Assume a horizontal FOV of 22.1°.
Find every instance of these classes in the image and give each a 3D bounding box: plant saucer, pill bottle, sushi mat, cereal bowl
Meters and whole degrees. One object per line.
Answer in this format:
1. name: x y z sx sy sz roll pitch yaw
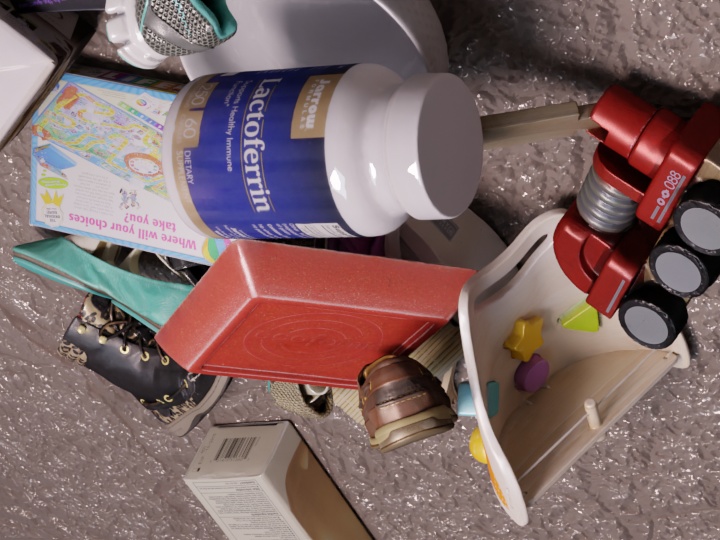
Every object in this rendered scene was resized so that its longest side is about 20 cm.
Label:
1. plant saucer: -0.035 0.043 1.403 0.198 0.037 0.200 7 153 -22
2. pill bottle: -0.025 -0.080 1.242 0.199 0.116 0.116 -1 134 30
3. sushi mat: 0.019 0.074 1.556 0.095 0.012 0.200 35 142 -5
4. cereal bowl: -0.026 -0.167 1.303 0.199 0.084 0.201 17 140 15

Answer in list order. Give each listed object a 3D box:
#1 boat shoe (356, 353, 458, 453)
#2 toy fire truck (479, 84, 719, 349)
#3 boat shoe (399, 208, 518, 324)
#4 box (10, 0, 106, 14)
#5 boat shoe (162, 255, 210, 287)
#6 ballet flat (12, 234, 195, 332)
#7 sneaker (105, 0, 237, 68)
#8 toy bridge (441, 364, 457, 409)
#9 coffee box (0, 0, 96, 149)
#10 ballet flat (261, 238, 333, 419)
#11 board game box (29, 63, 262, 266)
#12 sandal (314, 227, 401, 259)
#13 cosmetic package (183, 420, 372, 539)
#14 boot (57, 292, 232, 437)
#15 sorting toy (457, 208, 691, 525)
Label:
1. boat shoe: 0.033 0.096 1.405 0.200 0.071 0.068 101 149 -86
2. toy fire truck: 0.169 -0.055 1.296 0.199 0.129 0.177 35 143 11
3. boat shoe: 0.052 -0.018 1.440 0.200 0.072 0.068 44 157 -26
4. box: -0.208 -0.289 1.244 0.105 0.123 0.201 2 135 29
5. boat shoe: -0.138 -0.033 1.534 0.072 0.068 0.200 -19 118 44
6. ballet flat: -0.210 0.000 1.611 0.199 0.071 0.067 25 176 20
7. sneaker: -0.114 -0.235 1.213 0.091 0.077 0.202 3 98 33
8. toy bridge: 0.044 0.047 1.545 0.067 0.027 0.201 0 134 31
9. coffee box: -0.270 -0.147 1.360 0.080 0.200 0.113 37 102 -9
10. ballet flat: -0.043 0.037 1.529 0.075 0.068 0.201 22 128 35
11. board game box: -0.171 -0.085 1.474 0.198 0.034 0.136 13 111 19
12. sandal: -0.006 -0.003 1.420 0.082 0.050 0.203 30 153 25
13. cosmetic package: -0.073 0.240 1.795 0.105 0.071 0.201 -6 131 34
14. boot: -0.187 0.065 1.672 0.150 0.073 0.200 32 147 -6
15. sorting toy: 0.136 0.053 1.400 0.107 0.200 0.181 26 147 45
